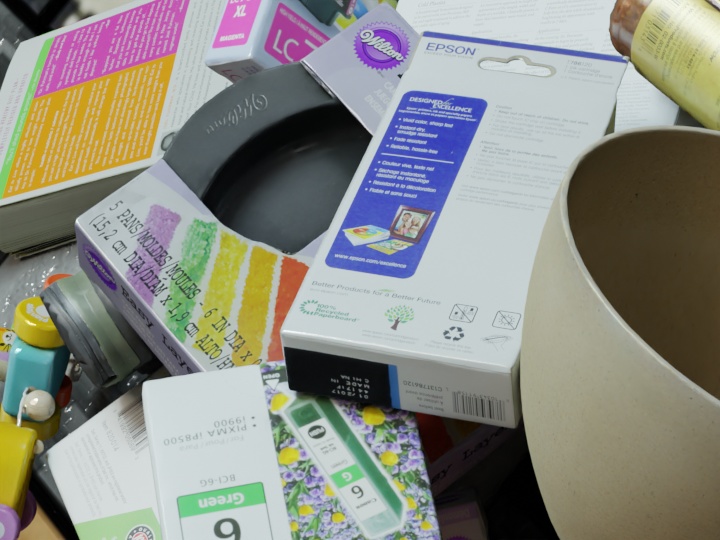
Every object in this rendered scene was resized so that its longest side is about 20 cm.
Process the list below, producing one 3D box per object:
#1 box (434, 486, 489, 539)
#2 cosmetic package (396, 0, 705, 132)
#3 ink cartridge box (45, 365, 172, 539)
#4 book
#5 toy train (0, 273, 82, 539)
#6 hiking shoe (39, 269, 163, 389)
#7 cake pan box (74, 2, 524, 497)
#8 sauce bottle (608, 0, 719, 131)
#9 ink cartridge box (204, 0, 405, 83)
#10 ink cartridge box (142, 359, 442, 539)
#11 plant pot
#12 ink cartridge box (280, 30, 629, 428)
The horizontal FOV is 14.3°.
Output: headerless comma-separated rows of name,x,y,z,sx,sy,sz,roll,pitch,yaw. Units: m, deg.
box,-0.040,0.139,1.265,0.200,0.039,0.041,-14,7,4
cosmetic package,0.095,-0.096,1.366,0.200,0.052,0.151,-1,64,42
ink cartridge box,-0.038,0.079,1.344,0.200,0.067,0.117,-36,43,5
book,-0.120,-0.094,1.574,0.200,0.048,0.134,-15,51,35
toy train,-0.181,0.099,1.417,0.056,0.150,0.200,12,68,0
hiking shoe,-0.081,0.004,1.399,0.101,0.076,0.200,-28,5,13
cake pan box,0.000,0.000,1.266,0.184,0.052,0.200,-35,70,-18
sauce bottle,0.191,-0.062,1.212,0.066,0.066,0.200,-48,59,6
ink cartridge box,0.001,-0.162,1.447,0.042,0.119,0.200,-7,58,43
ink cartridge box,-0.020,0.123,1.123,0.109,0.050,0.200,-9,46,-3
plant pot,0.141,0.057,1.109,0.135,0.200,0.200,-63,32,33
ink cartridge box,0.044,-0.021,1.199,0.099,0.039,0.200,9,45,17
